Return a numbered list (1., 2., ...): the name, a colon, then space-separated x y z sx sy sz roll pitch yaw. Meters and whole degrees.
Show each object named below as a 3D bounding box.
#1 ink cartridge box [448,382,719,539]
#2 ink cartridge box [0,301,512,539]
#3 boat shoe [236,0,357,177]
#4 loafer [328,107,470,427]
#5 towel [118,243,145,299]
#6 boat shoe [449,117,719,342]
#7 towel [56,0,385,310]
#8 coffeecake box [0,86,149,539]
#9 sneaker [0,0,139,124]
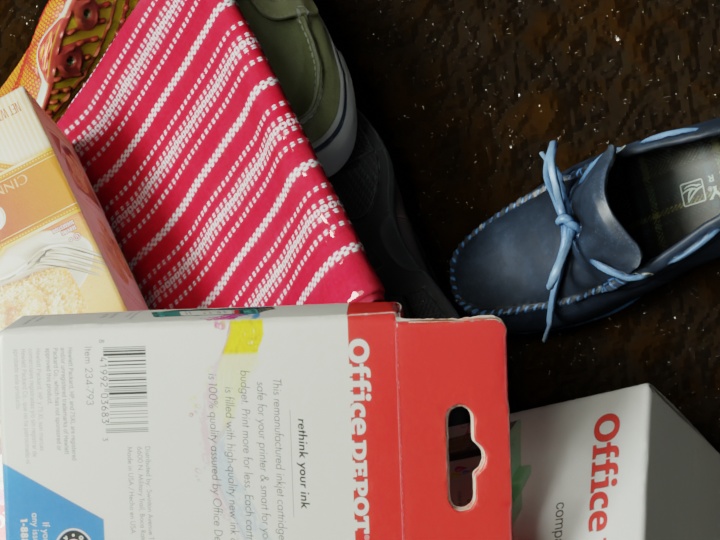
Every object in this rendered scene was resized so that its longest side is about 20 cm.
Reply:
1. ink cartridge box: 0.053 0.144 0.985 0.199 0.084 0.145 -15 51 30
2. ink cartridge box: -0.041 0.074 0.930 0.199 0.067 0.117 -2 93 1
3. boat shoe: -0.059 -0.125 1.099 0.072 0.062 0.200 -24 55 -2
4. loafer: 0.000 0.000 1.078 0.072 0.063 0.200 -26 55 -1
5. towel: -0.087 0.023 1.103 0.147 0.022 0.200 50 133 31
6. boat shoe: 0.117 -0.033 1.005 0.200 0.069 0.084 -29 70 26
7. towel: -0.068 -0.029 1.040 0.145 0.022 0.200 -48 61 42
8. coffeecake box: -0.169 0.046 1.035 0.153 0.073 0.200 -28 69 2
9. sneaker: -0.164 -0.086 1.187 0.077 0.073 0.201 30 97 41
